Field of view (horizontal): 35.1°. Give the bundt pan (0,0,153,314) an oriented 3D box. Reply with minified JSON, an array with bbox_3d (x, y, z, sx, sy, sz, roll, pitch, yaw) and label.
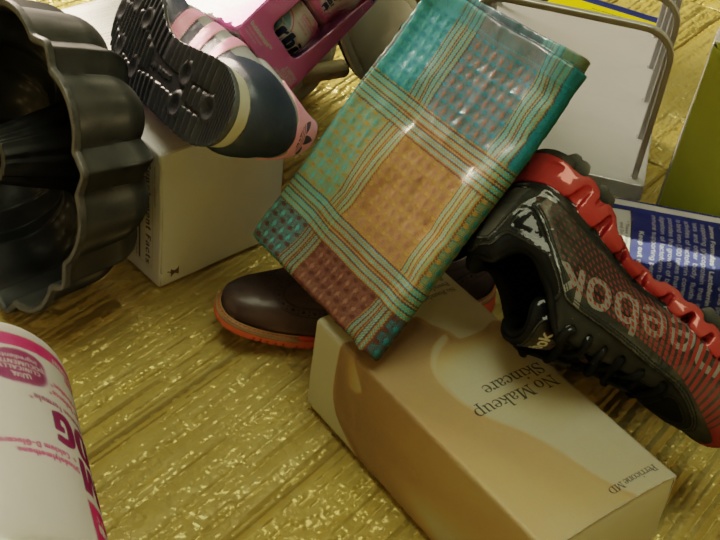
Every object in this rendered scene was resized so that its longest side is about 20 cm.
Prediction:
[{"bbox_3d":[-0.203,-0.078,0.729,0.075,0.203,0.202,-16,42,-44],"label":"bundt pan"}]

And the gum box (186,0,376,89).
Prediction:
[{"bbox_3d":[-0.078,-0.209,0.820,0.114,0.066,0.200,-47,44,-10],"label":"gum box"}]

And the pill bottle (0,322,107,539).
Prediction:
[{"bbox_3d":[-0.177,0.127,0.530,0.113,0.114,0.200,-8,41,-20],"label":"pill bottle"}]

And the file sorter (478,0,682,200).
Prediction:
[{"bbox_3d":[0.148,-0.169,0.784,0.138,0.125,0.201,14,43,8],"label":"file sorter"}]

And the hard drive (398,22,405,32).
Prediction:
[{"bbox_3d":[0.021,-0.120,0.822,0.042,0.200,0.135,30,38,-3],"label":"hard drive"}]

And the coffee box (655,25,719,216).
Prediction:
[{"bbox_3d":[0.334,-0.084,0.821,0.199,0.201,0.198,21,39,14],"label":"coffee box"}]

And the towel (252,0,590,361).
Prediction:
[{"bbox_3d":[0.028,-0.066,0.661,0.022,0.200,0.147,30,9,-45],"label":"towel"}]

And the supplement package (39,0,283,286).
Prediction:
[{"bbox_3d":[-0.158,-0.100,0.824,0.109,0.114,0.200,-26,51,-36],"label":"supplement package"}]

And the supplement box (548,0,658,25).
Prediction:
[{"bbox_3d":[0.170,-0.134,0.930,0.109,0.109,0.200,22,40,17],"label":"supplement box"}]

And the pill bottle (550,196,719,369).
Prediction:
[{"bbox_3d":[0.218,0.021,0.734,0.198,0.116,0.116,11,37,4],"label":"pill bottle"}]

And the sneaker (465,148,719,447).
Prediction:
[{"bbox_3d":[0.134,0.032,0.635,0.098,0.071,0.201,-41,91,-25],"label":"sneaker"}]

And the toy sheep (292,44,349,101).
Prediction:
[{"bbox_3d":[-0.079,-0.201,0.960,0.137,0.139,0.200,5,24,-3],"label":"toy sheep"}]

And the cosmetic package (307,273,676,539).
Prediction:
[{"bbox_3d":[0.067,0.094,0.649,0.105,0.071,0.200,-21,46,-33],"label":"cosmetic package"}]

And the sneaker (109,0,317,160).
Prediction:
[{"bbox_3d":[-0.100,-0.127,0.742,0.082,0.070,0.200,13,27,-40],"label":"sneaker"}]

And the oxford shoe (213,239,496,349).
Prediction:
[{"bbox_3d":[0.000,0.000,0.757,0.199,0.073,0.071,-8,41,-20],"label":"oxford shoe"}]

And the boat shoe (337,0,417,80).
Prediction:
[{"bbox_3d":[0.021,-0.180,0.920,0.072,0.202,0.060,-48,55,3],"label":"boat shoe"}]
